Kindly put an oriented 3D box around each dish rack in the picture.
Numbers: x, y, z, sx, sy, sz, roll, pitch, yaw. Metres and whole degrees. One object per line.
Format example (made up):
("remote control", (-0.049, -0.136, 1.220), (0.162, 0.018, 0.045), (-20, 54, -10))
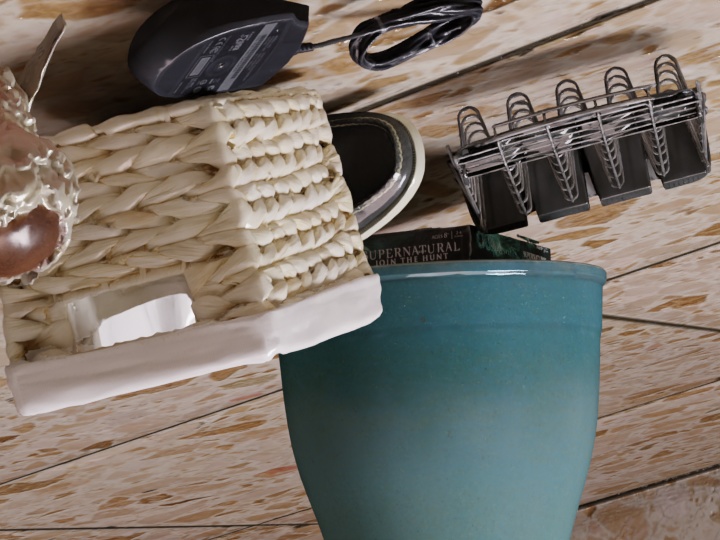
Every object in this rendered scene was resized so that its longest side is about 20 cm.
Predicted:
("dish rack", (0.119, -0.073, 1.640), (0.153, 0.055, 0.200), (-16, 167, 5))

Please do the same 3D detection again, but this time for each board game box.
("board game box", (0.000, 0.000, 1.813), (0.199, 0.028, 0.135), (-6, 172, 23))

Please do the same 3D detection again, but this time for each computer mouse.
("computer mouse", (-0.024, -0.112, 1.354), (0.199, 0.034, 0.059), (-10, 152, -42))

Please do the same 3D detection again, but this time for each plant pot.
("plant pot", (0.048, 0.099, 1.739), (0.199, 0.189, 0.200), (-3, 173, 0))

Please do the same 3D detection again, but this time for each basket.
("basket", (-0.084, -0.013, 1.420), (0.135, 0.124, 0.200), (-13, 180, 15))

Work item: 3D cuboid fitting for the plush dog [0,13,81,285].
("plush dog", (-0.221, -0.061, 1.156), (0.171, 0.161, 0.200), (21, 146, -37))

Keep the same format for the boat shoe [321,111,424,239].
("boat shoe", (-0.061, -0.034, 1.563), (0.199, 0.072, 0.068), (-16, 173, 22))
